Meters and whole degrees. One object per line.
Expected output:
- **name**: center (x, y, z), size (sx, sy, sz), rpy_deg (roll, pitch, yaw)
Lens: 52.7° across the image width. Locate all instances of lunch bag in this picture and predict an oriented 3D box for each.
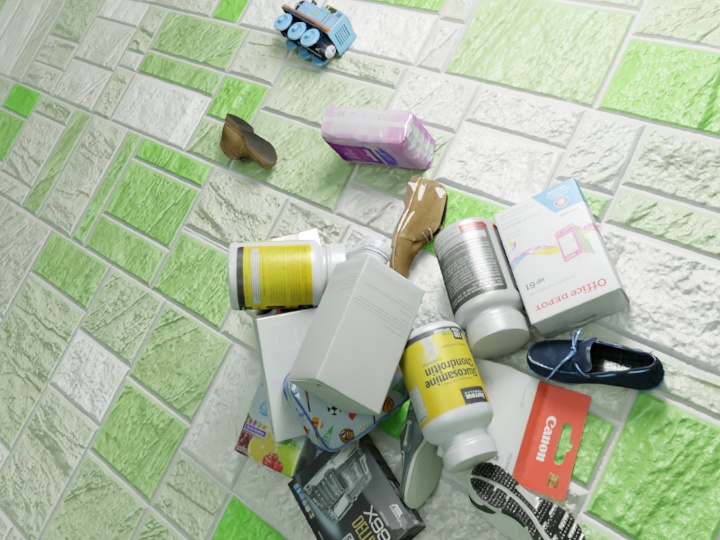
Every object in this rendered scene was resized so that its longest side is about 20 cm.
- **lunch bag**: center (-0.019, 0.183, 1.178), size (0.198, 0.076, 0.162), rpy_deg (-32, 86, -20)

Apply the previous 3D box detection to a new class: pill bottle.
- **pill bottle**: center (0.193, 0.028, 1.160), size (0.112, 0.114, 0.204), rpy_deg (-25, 57, 19)
- **pill bottle**: center (-0.122, 0.006, 1.228), size (0.195, 0.115, 0.117), rpy_deg (-2, 66, -4)
- **pill bottle**: center (0.131, 0.188, 1.080), size (0.111, 0.112, 0.203), rpy_deg (-28, 63, 17)

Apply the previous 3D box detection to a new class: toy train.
- **toy train**: center (-0.103, -0.526, 1.584), size (0.114, 0.087, 0.199), rpy_deg (-46, 52, -5)

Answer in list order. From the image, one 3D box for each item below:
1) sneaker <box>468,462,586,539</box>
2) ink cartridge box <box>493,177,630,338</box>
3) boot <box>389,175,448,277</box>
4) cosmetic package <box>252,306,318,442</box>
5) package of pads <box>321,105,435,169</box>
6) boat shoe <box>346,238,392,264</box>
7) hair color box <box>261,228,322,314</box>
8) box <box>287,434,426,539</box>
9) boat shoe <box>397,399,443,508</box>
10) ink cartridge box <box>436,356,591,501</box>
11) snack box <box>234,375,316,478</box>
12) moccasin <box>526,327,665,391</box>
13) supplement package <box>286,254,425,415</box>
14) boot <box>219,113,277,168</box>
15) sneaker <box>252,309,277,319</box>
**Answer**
- **sneaker**: center (0.238, 0.359, 1.042), size (0.199, 0.081, 0.073), rpy_deg (39, 61, 21)
- **ink cartridge box**: center (0.311, -0.018, 1.133), size (0.142, 0.084, 0.204), rpy_deg (-25, 61, 19)
- **boot**: center (0.101, -0.064, 1.279), size (0.074, 0.074, 0.204), rpy_deg (14, 81, 14)
- **cosmetic package**: center (-0.091, 0.169, 1.222), size (0.147, 0.052, 0.205), rpy_deg (-9, 88, -16)
- **package of pads**: center (0.033, -0.249, 1.367), size (0.197, 0.120, 0.077), rpy_deg (12, 76, 32)
- **boat shoe**: center (0.000, 0.000, 1.249), size (0.072, 0.200, 0.068), rpy_deg (27, 74, 0)
- **hair color box**: center (-0.104, 0.037, 1.316), size (0.108, 0.064, 0.204), rpy_deg (-14, 71, -14)
- **box**: center (-0.009, 0.380, 1.180), size (0.157, 0.050, 0.201), rpy_deg (-43, 55, 8)
- **boat shoe**: center (0.094, 0.272, 1.158), size (0.061, 0.072, 0.204), rpy_deg (0, 67, 44)
- **ink cartridge box**: center (0.229, 0.234, 1.102), size (0.197, 0.057, 0.166), rpy_deg (11, 76, 38)
- **snack box**: center (-0.128, 0.251, 1.300), size (0.140, 0.053, 0.204), rpy_deg (14, 77, 32)
- **moccasin**: center (0.339, 0.123, 1.063), size (0.196, 0.068, 0.082), rpy_deg (0, 58, 26)
- **supplement package**: center (-0.006, 0.098, 1.091), size (0.117, 0.116, 0.203), rpy_deg (-14, 49, 60)
- **boot**: center (-0.245, -0.261, 1.577), size (0.200, 0.073, 0.076), rpy_deg (46, 114, 39)
- **sneaker**: center (-0.142, 0.019, 1.382), size (0.073, 0.088, 0.204), rpy_deg (16, 78, 35)
